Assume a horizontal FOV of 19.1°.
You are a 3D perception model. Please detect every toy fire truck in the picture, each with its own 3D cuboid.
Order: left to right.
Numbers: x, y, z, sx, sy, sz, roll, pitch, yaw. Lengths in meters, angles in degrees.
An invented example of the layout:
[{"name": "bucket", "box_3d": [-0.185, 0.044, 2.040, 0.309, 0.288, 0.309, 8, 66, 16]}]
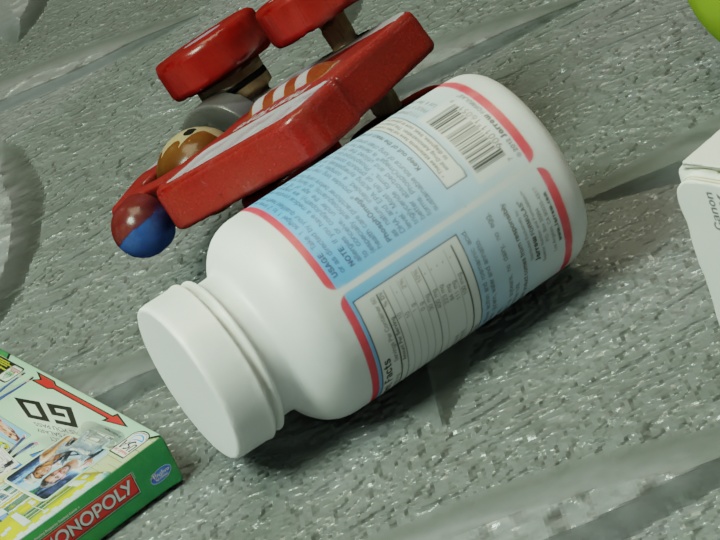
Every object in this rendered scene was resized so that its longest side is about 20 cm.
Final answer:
[{"name": "toy fire truck", "box_3d": [-0.055, -0.072, 1.125, 0.200, 0.112, 0.168, -24, 13, 40]}]

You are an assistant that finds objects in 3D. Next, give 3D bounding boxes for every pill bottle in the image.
[{"name": "pill bottle", "box_3d": [0.000, 0.000, 1.005, 0.200, 0.109, 0.109, -33, 28, -17]}]

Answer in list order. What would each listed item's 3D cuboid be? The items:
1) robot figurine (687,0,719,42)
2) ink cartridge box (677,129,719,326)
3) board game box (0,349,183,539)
[{"name": "robot figurine", "box_3d": [0.252, -0.185, 1.127, 0.200, 0.116, 0.175, -34, 33, -18]}, {"name": "ink cartridge box", "box_3d": [0.231, -0.029, 0.829, 0.200, 0.147, 0.083, -40, 33, -26]}, {"name": "board game box", "box_3d": [-0.193, 0.104, 1.060, 0.135, 0.029, 0.200, -36, 29, -23]}]
